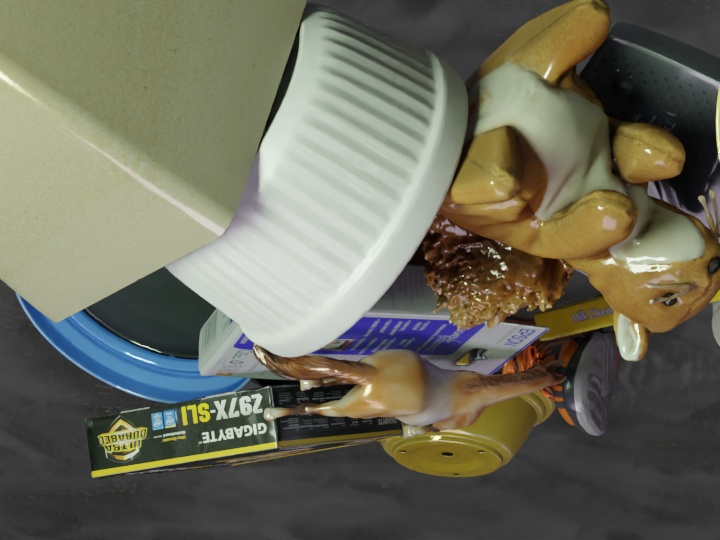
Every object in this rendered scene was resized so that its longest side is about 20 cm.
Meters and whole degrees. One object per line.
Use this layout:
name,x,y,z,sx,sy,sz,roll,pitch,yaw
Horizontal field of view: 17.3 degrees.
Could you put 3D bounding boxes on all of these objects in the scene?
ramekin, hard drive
ramekin,-0.040,-0.061,1.374,0.105,0.200,0.200,32,147,-24
hard drive,0.213,-0.067,1.444,0.200,0.042,0.135,27,134,-6

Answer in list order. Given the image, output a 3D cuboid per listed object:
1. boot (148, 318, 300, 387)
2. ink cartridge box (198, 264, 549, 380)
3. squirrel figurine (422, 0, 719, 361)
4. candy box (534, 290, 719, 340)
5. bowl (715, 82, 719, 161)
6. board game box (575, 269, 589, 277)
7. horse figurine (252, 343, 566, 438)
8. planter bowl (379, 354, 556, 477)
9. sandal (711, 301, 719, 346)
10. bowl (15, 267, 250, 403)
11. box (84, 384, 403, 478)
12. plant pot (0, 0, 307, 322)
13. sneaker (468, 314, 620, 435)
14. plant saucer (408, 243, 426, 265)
boot,-0.090,0.053,1.863,0.200,0.074,0.075,26,169,-22
ink cartridge box,0.005,0.039,1.592,0.200,0.043,0.198,5,164,-13
squirrel figurine,0.119,-0.034,1.407,0.187,0.142,0.200,39,148,-23
candy box,0.225,0.013,1.668,0.102,0.026,0.200,-13,178,-40
bowl,0.283,-0.083,1.345,0.201,0.201,0.094,10,180,-10
board game box,0.200,-0.051,1.580,0.200,0.040,0.153,-15,149,40
horse figurine,0.024,0.080,1.568,0.200,0.050,0.132,14,160,-42
planter bowl,0.074,0.118,1.949,0.200,0.084,0.200,5,157,2
sandal,0.334,0.015,1.655,0.059,0.079,0.207,25,148,-32
bowl,-0.158,0.016,1.732,0.200,0.039,0.201,14,139,13
box,-0.083,0.116,1.745,0.160,0.049,0.200,-10,174,26
plant pot,-0.169,-0.119,1.341,0.177,0.200,0.200,32,147,-24
sneaker,0.134,0.077,1.779,0.112,0.078,0.200,4,-176,10
plant saucer,0.000,0.000,1.602,0.200,0.038,0.200,0,164,0
